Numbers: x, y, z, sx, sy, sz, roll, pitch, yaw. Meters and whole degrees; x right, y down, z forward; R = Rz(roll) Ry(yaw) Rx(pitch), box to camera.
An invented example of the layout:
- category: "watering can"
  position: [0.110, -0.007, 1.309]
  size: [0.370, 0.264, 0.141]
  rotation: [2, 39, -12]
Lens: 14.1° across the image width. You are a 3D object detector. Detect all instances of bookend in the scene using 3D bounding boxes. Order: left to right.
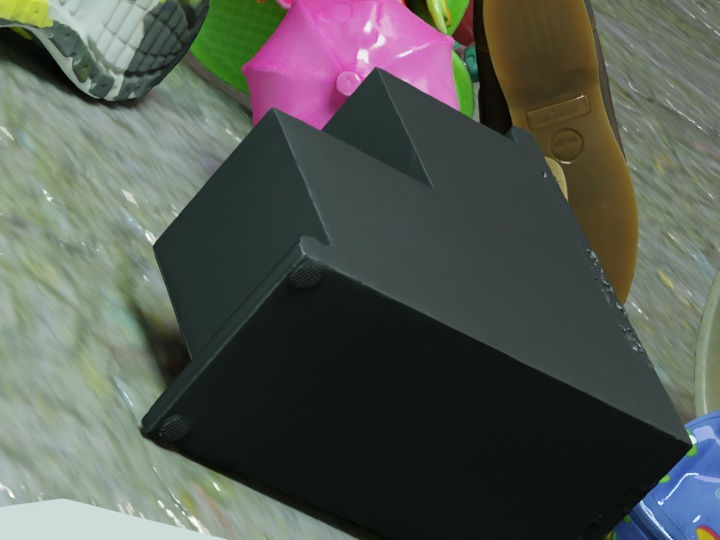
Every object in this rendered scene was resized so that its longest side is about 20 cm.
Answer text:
- category: "bookend"
  position: [0.000, 0.000, 1.110]
  size: [0.200, 0.092, 0.199]
  rotation: [26, 27, -36]

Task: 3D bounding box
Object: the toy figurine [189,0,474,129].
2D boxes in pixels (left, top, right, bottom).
- category: "toy figurine"
  position: [-0.001, -0.078, 1.297]
  size: [0.184, 0.150, 0.200]
  rotation: [-101, 167, -57]

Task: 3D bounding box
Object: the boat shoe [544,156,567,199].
- category: "boat shoe"
  position: [0.070, 0.029, 1.276]
  size: [0.200, 0.070, 0.070]
  rotation: [-78, 159, -54]

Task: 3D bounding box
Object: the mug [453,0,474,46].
- category: "mug"
  position: [0.011, -0.224, 1.758]
  size: [0.200, 0.178, 0.133]
  rotation: [42, -20, -10]

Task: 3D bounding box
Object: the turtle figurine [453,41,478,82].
- category: "turtle figurine"
  position: [0.025, -0.123, 1.512]
  size: [0.149, 0.101, 0.200]
  rotation: [17, 41, -23]

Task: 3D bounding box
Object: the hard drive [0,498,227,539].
- category: "hard drive"
  position: [-0.026, 0.098, 0.772]
  size: [0.199, 0.026, 0.132]
  rotation: [11, 4, 24]

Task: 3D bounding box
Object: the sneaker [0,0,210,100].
- category: "sneaker"
  position: [-0.139, -0.136, 1.218]
  size: [0.085, 0.075, 0.200]
  rotation: [43, 10, 33]

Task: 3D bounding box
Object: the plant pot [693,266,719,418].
- category: "plant pot"
  position: [0.297, 0.056, 1.410]
  size: [0.183, 0.201, 0.201]
  rotation: [6, 35, -38]

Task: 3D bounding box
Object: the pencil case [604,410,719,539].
- category: "pencil case"
  position: [0.179, 0.148, 1.199]
  size: [0.087, 0.078, 0.200]
  rotation: [15, 30, -53]

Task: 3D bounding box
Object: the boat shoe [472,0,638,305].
- category: "boat shoe"
  position: [0.094, -0.066, 1.421]
  size: [0.070, 0.201, 0.070]
  rotation: [-7, 17, -3]
